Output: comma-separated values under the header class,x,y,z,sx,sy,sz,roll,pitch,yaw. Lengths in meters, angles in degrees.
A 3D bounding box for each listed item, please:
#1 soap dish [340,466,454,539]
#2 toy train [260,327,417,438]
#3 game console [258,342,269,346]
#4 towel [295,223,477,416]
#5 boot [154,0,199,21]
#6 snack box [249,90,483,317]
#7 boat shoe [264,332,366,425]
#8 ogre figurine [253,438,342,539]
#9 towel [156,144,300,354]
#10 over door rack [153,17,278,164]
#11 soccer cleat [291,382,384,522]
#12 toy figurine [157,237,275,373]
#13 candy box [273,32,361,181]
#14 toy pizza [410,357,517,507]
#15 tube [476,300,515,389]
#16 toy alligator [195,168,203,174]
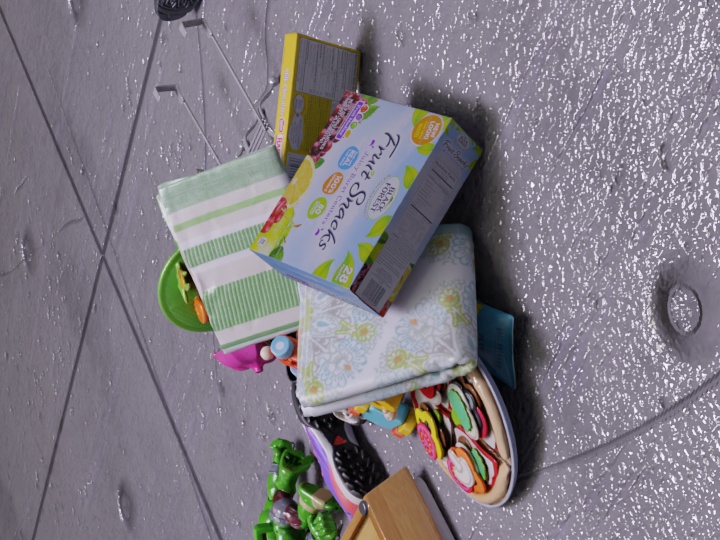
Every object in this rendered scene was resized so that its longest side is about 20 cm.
class,x,y,z,sx,sy,sz,roll,pitch,yaw
soap dish,0.035,0.342,1.733,0.158,0.081,0.201,63,145,33
toy train,-0.011,0.115,1.682,0.149,0.200,0.056,16,72,31
game console,-0.118,0.009,1.867,0.031,0.177,0.201,-28,65,16
towel,0.025,0.050,1.561,0.199,0.048,0.172,-18,51,22
boot,-0.271,-0.464,2.119,0.201,0.065,0.165,56,134,34
snack box,0.004,-0.071,1.569,0.168,0.068,0.201,22,78,47
boat shoe,-0.056,0.110,1.776,0.072,0.068,0.200,3,136,50
ogre figurine,-0.083,0.305,1.928,0.200,0.098,0.121,37,117,39
towel,-0.120,-0.020,1.672,0.151,0.023,0.201,-17,104,19
over door rack,-0.166,-0.208,1.969,0.200,0.066,0.148,50,142,14
soccer cleat,-0.034,0.208,1.848,0.201,0.068,0.073,59,148,32
toy figurine,-0.154,0.036,1.916,0.184,0.149,0.201,48,149,49
candy box,-0.051,-0.152,1.707,0.026,0.102,0.202,4,86,42
toy pizza,0.094,0.151,1.586,0.200,0.032,0.201,48,149,41
tube,0.097,0.050,1.594,0.200,0.050,0.078,29,134,51
toy alligator,-0.176,-0.050,2.063,0.054,0.059,0.202,-18,74,18
